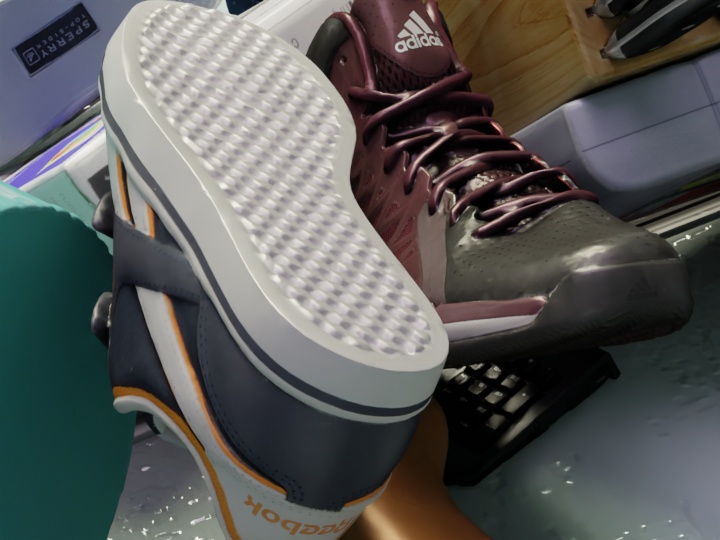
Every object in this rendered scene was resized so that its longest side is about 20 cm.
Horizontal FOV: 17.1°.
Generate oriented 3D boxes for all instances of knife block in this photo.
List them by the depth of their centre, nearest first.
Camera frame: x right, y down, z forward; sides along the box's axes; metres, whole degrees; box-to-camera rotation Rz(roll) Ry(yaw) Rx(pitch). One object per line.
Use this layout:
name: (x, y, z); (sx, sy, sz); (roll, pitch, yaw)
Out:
knife block: (0.078, -0.079, 0.731); (0.064, 0.201, 0.176); (-17, 40, -19)

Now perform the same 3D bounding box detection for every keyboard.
keyboard: (0.000, 0.000, 0.833); (0.104, 0.040, 0.199); (-36, 42, -28)

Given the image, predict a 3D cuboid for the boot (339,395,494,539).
boot: (0.046, 0.103, 0.661); (0.153, 0.074, 0.201); (6, 35, 11)

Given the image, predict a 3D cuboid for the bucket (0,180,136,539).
bucket: (-0.167, 0.047, 0.684); (0.134, 0.208, 0.207); (18, 45, 25)

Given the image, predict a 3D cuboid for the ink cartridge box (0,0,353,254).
ink cartridge box: (-0.075, -0.050, 0.892); (0.198, 0.044, 0.199); (-40, 12, -34)

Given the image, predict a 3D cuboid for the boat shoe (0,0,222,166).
boat shoe: (-0.127, -0.099, 0.959); (0.201, 0.075, 0.086); (-29, 10, 23)

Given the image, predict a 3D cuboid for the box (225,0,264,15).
box: (0.056, -0.142, 1.013); (0.199, 0.038, 0.137); (15, 44, 33)

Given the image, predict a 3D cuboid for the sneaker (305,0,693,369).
sneaker: (0.023, -0.033, 0.703); (0.075, 0.117, 0.200); (-7, 2, -27)

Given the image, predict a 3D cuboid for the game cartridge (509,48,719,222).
game cartridge: (0.131, -0.053, 0.784); (0.199, 0.041, 0.133); (-19, -8, -25)

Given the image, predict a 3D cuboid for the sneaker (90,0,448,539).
sneaker: (-0.038, -0.001, 0.665); (0.078, 0.080, 0.200); (12, 29, -22)
